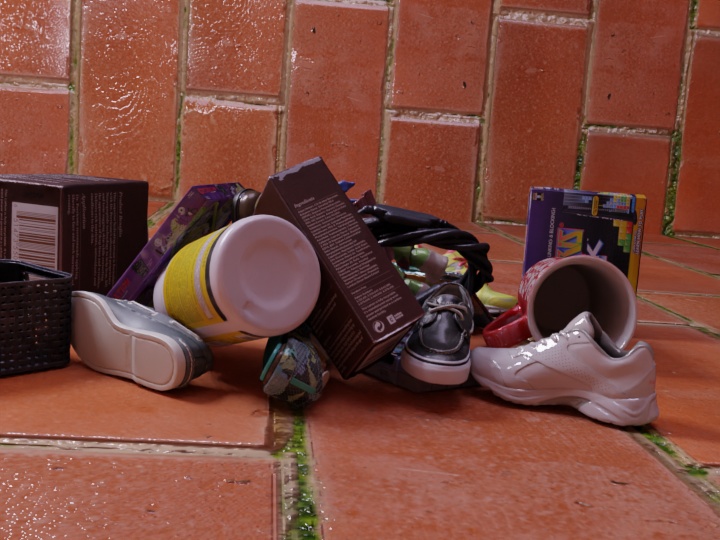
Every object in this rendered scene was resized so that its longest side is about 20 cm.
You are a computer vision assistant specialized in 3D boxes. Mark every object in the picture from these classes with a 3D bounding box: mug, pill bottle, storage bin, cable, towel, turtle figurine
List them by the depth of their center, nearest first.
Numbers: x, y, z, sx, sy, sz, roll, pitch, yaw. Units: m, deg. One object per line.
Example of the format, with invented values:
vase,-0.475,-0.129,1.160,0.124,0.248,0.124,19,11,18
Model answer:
storage bin,-0.400,0.048,0.933,0.134,0.095,0.199,11,11,39
pill bottle,-0.133,0.017,0.955,0.113,0.116,0.199,-1,-8,-32
cable,0.058,0.007,1.073,0.197,0.165,0.051,10,35,-18
turtle figurine,0.000,0.000,1.186,0.192,0.202,0.144,26,10,-9
mug,0.247,0.039,1.218,0.175,0.136,0.200,6,5,3
towel,0.082,0.029,1.325,0.198,0.022,0.147,10,-24,35

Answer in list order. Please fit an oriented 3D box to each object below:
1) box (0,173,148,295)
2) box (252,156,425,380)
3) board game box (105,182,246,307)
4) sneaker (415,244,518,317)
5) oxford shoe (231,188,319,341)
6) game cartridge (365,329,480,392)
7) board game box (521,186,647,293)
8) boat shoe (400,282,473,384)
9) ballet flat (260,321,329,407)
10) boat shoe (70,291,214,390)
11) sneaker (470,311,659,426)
box,-0.418,-0.046,1.310,0.162,0.169,0.200,6,8,21
box,-0.029,-0.002,0.963,0.074,0.201,0.100,-27,-15,-31
board game box,-0.213,-0.017,1.066,0.032,0.200,0.120,43,16,3
sneaker,0.143,0.012,1.392,0.197,0.092,0.078,17,-4,17
oxford shoe,-0.074,-0.006,1.050,0.084,0.202,0.073,-21,12,44
game cartridge,0.050,0.094,1.071,0.128,0.039,0.199,4,7,-36
board game box,0.318,-0.015,1.366,0.163,0.203,0.057,4,9,7
boat shoe,0.082,0.059,0.983,0.071,0.072,0.200,9,15,2
ballet flat,-0.064,0.093,0.948,0.073,0.075,0.200,4,10,-3
boat shoe,-0.229,0.069,0.957,0.198,0.074,0.061,19,16,37
sneaker,0.204,0.088,0.948,0.197,0.101,0.078,8,9,25
